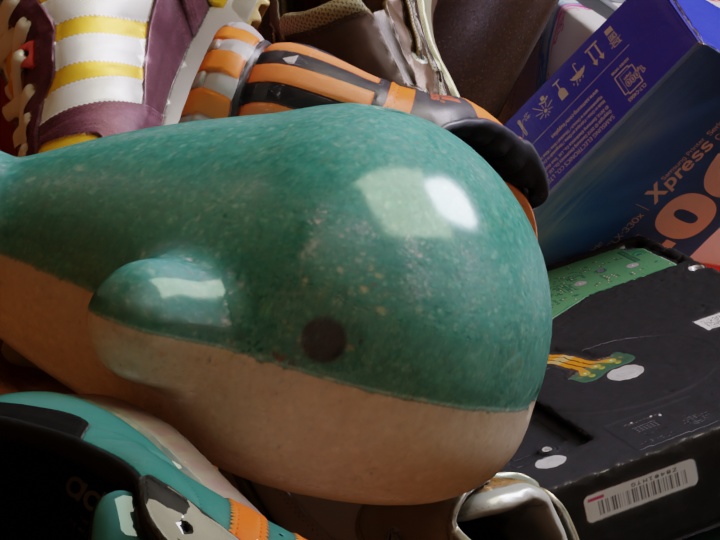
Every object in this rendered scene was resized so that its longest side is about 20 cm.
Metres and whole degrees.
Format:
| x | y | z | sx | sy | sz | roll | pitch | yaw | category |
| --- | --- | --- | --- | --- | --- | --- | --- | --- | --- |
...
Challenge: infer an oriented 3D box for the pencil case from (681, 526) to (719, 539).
| x | y | z | sx | sy | sz | roll | pitch | yaw | category |
| --- | --- | --- | --- | --- | --- | --- | --- | --- | --- |
| 0.126 | 0.118 | 0.862 | 0.200 | 0.092 | 0.085 | -109 | 178 | -73 | pencil case |

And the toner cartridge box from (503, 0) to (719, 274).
| x | y | z | sx | sy | sz | roll | pitch | yaw | category |
| --- | --- | --- | --- | --- | --- | --- | --- | --- | --- |
| 0.082 | -0.019 | 1.038 | 0.095 | 0.200 | 0.043 | 21 | 31 | -44 | toner cartridge box |

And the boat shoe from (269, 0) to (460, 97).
| x | y | z | sx | sy | sz | roll | pitch | yaw | category |
| --- | --- | --- | --- | --- | --- | --- | --- | --- | --- |
| -0.006 | -0.076 | 1.000 | 0.075 | 0.075 | 0.203 | 38 | 36 | -52 | boat shoe |

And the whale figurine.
| x | y | z | sx | sy | sz | roll | pitch | yaw | category |
| --- | --- | --- | --- | --- | --- | --- | --- | --- | --- |
| -0.041 | -0.008 | 0.743 | 0.199 | 0.104 | 0.159 | 19 | 8 | 10 | whale figurine |

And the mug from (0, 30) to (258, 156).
| x | y | z | sx | sy | sz | roll | pitch | yaw | category |
| --- | --- | --- | --- | --- | --- | --- | --- | --- | --- |
| -0.148 | -0.108 | 0.998 | 0.200 | 0.177 | 0.133 | 52 | -5 | 10 | mug |

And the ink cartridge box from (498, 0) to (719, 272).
| x | y | z | sx | sy | sz | roll | pitch | yaw | category |
| --- | --- | --- | --- | --- | --- | --- | --- | --- | --- |
| 0.150 | -0.067 | 1.188 | 0.147 | 0.086 | 0.200 | 8 | 20 | -18 | ink cartridge box |

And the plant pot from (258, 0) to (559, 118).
| x | y | z | sx | sy | sz | roll | pitch | yaw | category |
| --- | --- | --- | --- | --- | --- | --- | --- | --- | --- |
| -0.011 | -0.106 | 1.163 | 0.200 | 0.199 | 0.200 | 31 | 13 | -8 | plant pot |

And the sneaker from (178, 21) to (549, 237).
| x | y | z | sx | sy | sz | roll | pitch | yaw | category |
| --- | --- | --- | --- | --- | --- | --- | --- | --- | --- |
| 0.000 | 0.000 | 0.872 | 0.112 | 0.078 | 0.200 | 17 | -23 | 8 | sneaker |

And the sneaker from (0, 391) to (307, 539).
| x | y | z | sx | sy | sz | roll | pitch | yaw | category |
| --- | --- | --- | --- | --- | --- | --- | --- | --- | --- |
| -0.030 | 0.093 | 0.628 | 0.200 | 0.072 | 0.080 | 29 | 10 | 25 | sneaker |

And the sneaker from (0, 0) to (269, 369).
| x | y | z | sx | sy | sz | roll | pitch | yaw | category |
| --- | --- | --- | --- | --- | --- | --- | --- | --- | --- |
| -0.096 | -0.057 | 0.876 | 0.090 | 0.075 | 0.200 | 28 | 50 | -6 | sneaker |

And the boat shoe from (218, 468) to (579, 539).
| x | y | z | sx | sy | sz | roll | pitch | yaw | category |
| --- | --- | --- | --- | --- | --- | --- | --- | --- | --- |
| 0.034 | 0.091 | 0.789 | 0.075 | 0.069 | 0.200 | 16 | 19 | -47 | boat shoe |

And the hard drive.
| x | y | z | sx | sy | sz | roll | pitch | yaw | category |
| --- | --- | --- | --- | --- | --- | --- | --- | --- | --- |
| 0.083 | 0.043 | 0.921 | 0.139 | 0.038 | 0.200 | -19 | 19 | -16 | hard drive |
